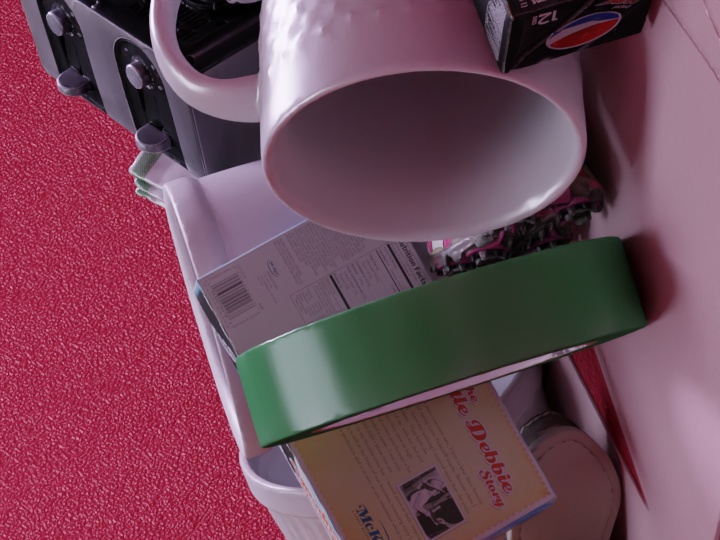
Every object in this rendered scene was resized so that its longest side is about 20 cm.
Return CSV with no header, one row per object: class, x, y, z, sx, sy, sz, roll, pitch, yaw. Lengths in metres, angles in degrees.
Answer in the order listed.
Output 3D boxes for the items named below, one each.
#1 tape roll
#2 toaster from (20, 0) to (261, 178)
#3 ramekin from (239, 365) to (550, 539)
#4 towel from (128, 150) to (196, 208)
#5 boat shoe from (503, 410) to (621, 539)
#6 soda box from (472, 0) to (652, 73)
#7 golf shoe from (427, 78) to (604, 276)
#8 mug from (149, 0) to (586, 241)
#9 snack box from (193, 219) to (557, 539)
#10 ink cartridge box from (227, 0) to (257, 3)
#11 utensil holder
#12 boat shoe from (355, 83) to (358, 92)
tape roll,0.040,0.036,1.148,0.200,0.199,0.049,125,127,-81
toaster,-0.093,-0.165,1.475,0.180,0.199,0.119,34,145,35
ramekin,0.033,0.122,1.467,0.106,0.199,0.200,66,176,-22
towel,-0.051,-0.086,1.543,0.199,0.150,0.031,25,178,35
boat shoe,0.115,0.146,1.367,0.201,0.071,0.060,72,173,-46
soda box,0.059,-0.190,0.983,0.063,0.070,0.201,99,153,-73
golf shoe,0.076,-0.053,1.219,0.200,0.072,0.093,130,130,-72
mug,0.000,-0.123,1.085,0.148,0.198,0.177,77,-170,-60
snack box,0.007,0.067,1.268,0.201,0.116,0.037,60,169,9
ink cartridge box,-0.034,-0.260,1.254,0.084,0.144,0.201,90,162,-61
utensil holder,0.000,0.000,1.386,0.170,0.199,0.171,162,90,-83
boat shoe,0.014,-0.077,1.237,0.200,0.071,0.068,35,-143,-72
